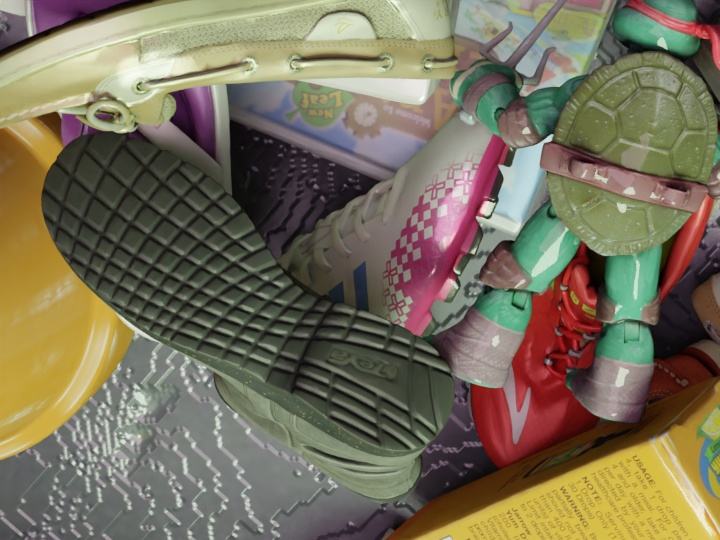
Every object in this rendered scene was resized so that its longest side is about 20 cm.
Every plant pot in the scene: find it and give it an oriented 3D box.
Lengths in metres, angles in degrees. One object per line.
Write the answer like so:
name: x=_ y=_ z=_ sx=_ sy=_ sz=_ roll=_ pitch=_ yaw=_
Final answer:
plant pot: x=-0.215 y=0.012 z=0.946 sx=0.199 sy=0.183 sz=0.202 roll=3 pitch=107 yaw=10

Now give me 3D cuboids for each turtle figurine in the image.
turtle figurine: x=0.101 y=-0.045 z=0.845 sx=0.149 sy=0.101 sz=0.201 roll=20 pitch=102 yaw=6

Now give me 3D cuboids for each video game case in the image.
video game case: x=0.014 y=-0.135 z=0.945 sx=0.199 sy=0.022 sz=0.183 roll=22 pitch=109 yaw=3

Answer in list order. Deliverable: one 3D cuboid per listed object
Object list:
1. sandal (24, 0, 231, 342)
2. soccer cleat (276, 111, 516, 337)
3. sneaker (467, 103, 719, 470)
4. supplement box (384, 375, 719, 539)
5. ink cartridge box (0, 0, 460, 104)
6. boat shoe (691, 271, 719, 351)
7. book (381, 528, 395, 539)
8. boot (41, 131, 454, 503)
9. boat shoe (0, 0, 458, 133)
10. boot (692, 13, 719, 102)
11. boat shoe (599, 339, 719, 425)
sandal: x=-0.095 y=-0.049 z=0.900 sx=0.082 sy=0.050 sz=0.204 roll=-4 pitch=122 yaw=16
soccer cleat: x=0.000 y=0.000 z=0.948 sx=0.086 sy=0.070 sz=0.201 roll=27 pitch=122 yaw=1
sneaker: x=0.101 y=0.010 z=0.939 sx=0.077 sy=0.085 sz=0.201 roll=26 pitch=109 yaw=3
supplement box: x=0.091 y=0.114 z=0.915 sx=0.200 sy=0.066 sz=0.069 roll=-33 pitch=91 yaw=46
ink cartridge box: x=-0.053 y=-0.152 z=0.906 sx=0.199 sy=0.067 sz=0.118 roll=13 pitch=109 yaw=7
boat shoe: x=0.219 y=0.081 z=0.955 sx=0.076 sy=0.072 sz=0.201 roll=-28 pitch=90 yaw=29
book: x=0.072 y=0.223 z=0.984 sx=0.199 sy=0.134 sz=0.048 roll=31 pitch=137 yaw=1
boot: x=-0.054 y=0.032 z=0.892 sx=0.199 sy=0.131 sz=0.068 roll=35 pitch=70 yaw=3
boat shoe: x=-0.061 y=-0.083 z=0.834 sx=0.199 sy=0.073 sz=0.064 roll=-17 pitch=100 yaw=-10
boot: x=0.244 y=-0.073 z=0.898 sx=0.146 sy=0.070 sz=0.200 roll=-34 pitch=98 yaw=15
boat shoe: x=0.161 y=0.133 z=0.959 sx=0.062 sy=0.071 sz=0.201 roll=-24 pitch=107 yaw=-22
